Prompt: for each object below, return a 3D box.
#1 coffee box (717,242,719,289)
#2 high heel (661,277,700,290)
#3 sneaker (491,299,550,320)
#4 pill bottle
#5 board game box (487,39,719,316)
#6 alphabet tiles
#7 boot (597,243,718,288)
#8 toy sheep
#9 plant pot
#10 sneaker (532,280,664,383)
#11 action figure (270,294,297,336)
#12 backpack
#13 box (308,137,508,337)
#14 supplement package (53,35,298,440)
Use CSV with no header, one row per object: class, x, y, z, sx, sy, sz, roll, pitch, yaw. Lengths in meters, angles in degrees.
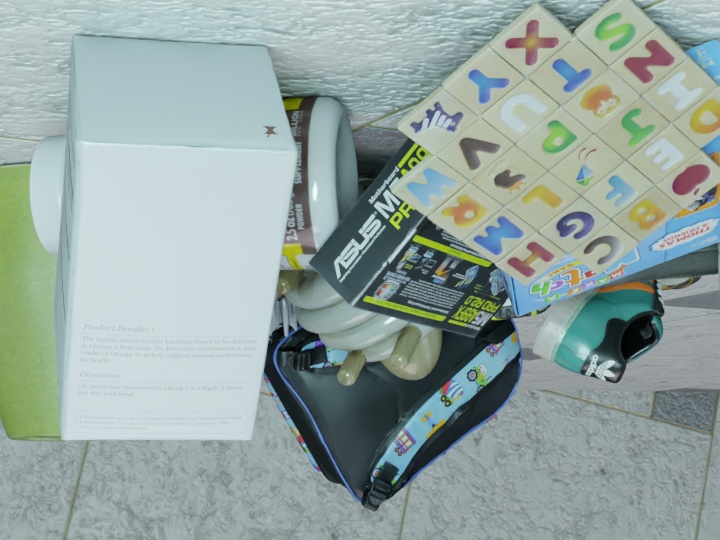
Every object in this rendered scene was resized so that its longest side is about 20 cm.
coffee box,0.339,-0.049,1.112,0.079,0.114,0.199,6,170,-36
high heel,0.249,-0.005,1.515,0.199,0.072,0.142,-6,168,-27
sneaker,0.136,-0.013,1.351,0.075,0.077,0.200,-7,-172,15
pill bottle,-0.106,-0.053,1.065,0.198,0.110,0.109,-3,171,10
board game box,0.153,-0.050,1.019,0.150,0.037,0.200,-20,152,0
alphabet tiles,0.117,-0.067,0.922,0.166,0.006,0.200,-39,135,20
boot,0.240,-0.019,1.296,0.198,0.073,0.182,-13,178,-10
toy sheep,0.000,0.000,1.256,0.137,0.201,0.138,-26,-158,12
plant pot,-0.233,0.033,1.312,0.185,0.202,0.187,0,171,0
sneaker,0.215,0.030,1.344,0.080,0.072,0.200,31,-139,16
action figure,-0.099,-0.005,1.358,0.069,0.131,0.200,1,-178,-19
backpack,0.028,0.075,1.415,0.199,0.183,0.134,-34,-165,-13
box,0.072,-0.038,1.068,0.044,0.160,0.200,45,-167,25
supplement package,-0.111,-0.016,0.940,0.116,0.201,0.118,2,-145,-13
